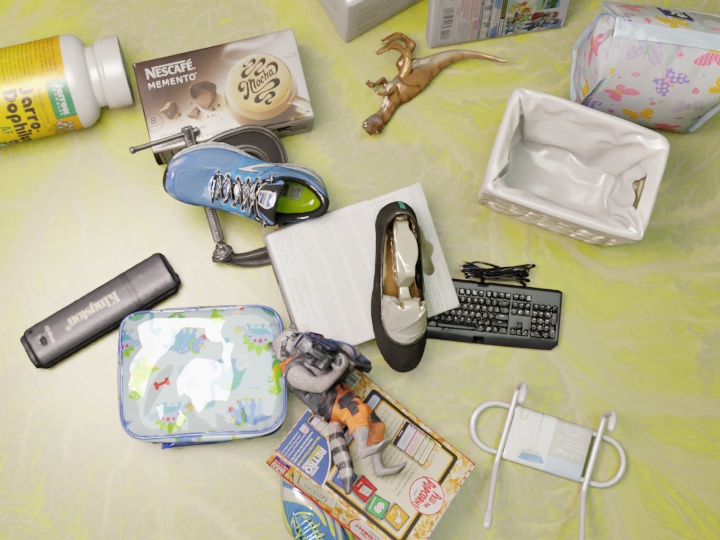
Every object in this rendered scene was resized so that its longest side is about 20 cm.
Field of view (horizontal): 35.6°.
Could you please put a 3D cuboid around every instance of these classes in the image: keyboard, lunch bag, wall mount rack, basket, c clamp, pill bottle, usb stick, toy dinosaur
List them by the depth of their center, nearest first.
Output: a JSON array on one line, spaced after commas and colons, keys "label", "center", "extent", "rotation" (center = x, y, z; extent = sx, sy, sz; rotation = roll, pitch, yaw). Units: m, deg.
[{"label": "lunch bag", "center": [-0.184, 0.124, 1.310], "extent": [0.198, 0.082, 0.162], "rotation": [-3, 81, -4]}, {"label": "wall mount rack", "center": [0.220, 0.233, 1.325], "extent": [0.198, 0.075, 0.175], "rotation": [17, 82, 0]}, {"label": "pill bottle", "center": [-0.375, -0.216, 1.329], "extent": [0.198, 0.113, 0.114], "rotation": [-13, 83, -6]}, {"label": "c clamp", "center": [-0.159, -0.088, 1.333], "extent": [0.170, 0.027, 0.201], "rotation": [-24, 112, -9]}, {"label": "usb stick", "center": [-0.308, 0.048, 1.337], "extent": [0.199, 0.033, 0.056], "rotation": [-31, 86, -7]}, {"label": "lunch bag", "center": [0.355, -0.250, 1.340], "extent": [0.168, 0.200, 0.128], "rotation": [6, 82, -2]}, {"label": "basket", "center": [0.249, -0.116, 1.353], "extent": [0.198, 0.123, 0.137], "rotation": [18, 81, 0]}, {"label": "keyboard", "center": [0.149, 0.037, 1.367], "extent": [0.198, 0.040, 0.105], "rotation": [5, 82, -4]}, {"label": "toy dinosaur", "center": [0.071, -0.249, 1.403], "extent": [0.199, 0.060, 0.107], "rotation": [-37, 110, -3]}]

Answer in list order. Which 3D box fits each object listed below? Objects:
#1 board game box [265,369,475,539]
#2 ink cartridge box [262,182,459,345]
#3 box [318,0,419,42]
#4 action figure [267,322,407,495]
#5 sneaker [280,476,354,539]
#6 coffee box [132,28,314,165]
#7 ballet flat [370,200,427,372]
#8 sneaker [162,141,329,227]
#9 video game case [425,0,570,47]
[{"label": "board game box", "center": [0.014, 0.224, 1.298], "extent": [0.200, 0.046, 0.152], "rotation": [39, 57, 2]}, {"label": "ink cartridge box", "center": [0.000, 0.000, 1.348], "extent": [0.198, 0.050, 0.164], "rotation": [-20, 95, -12]}, {"label": "box", "center": [0.015, -0.427, 1.377], "extent": [0.198, 0.131, 0.201], "rotation": [-31, 85, -8]}, {"label": "action figure", "center": [-0.039, 0.136, 1.222], "extent": [0.105, 0.200, 0.194], "rotation": [-43, 65, 7]}, {"label": "sneaker", "center": [-0.039, 0.314, 1.280], "extent": [0.075, 0.105, 0.202], "rotation": [-22, 84, -5]}, {"label": "coffee box", "center": [-0.165, -0.209, 1.359], "extent": [0.198, 0.080, 0.114], "rotation": [-13, 86, -6]}, {"label": "ballet flat", "center": [0.045, 0.021, 1.297], "extent": [0.067, 0.068, 0.202], "rotation": [-6, 92, -11]}, {"label": "sneaker", "center": [-0.125, -0.096, 1.277], "extent": [0.198, 0.089, 0.079], "rotation": [5, 105, -19]}, {"label": "video game case", "center": [0.172, -0.350, 1.345], "extent": [0.180, 0.200, 0.022], "rotation": [-10, 63, -5]}]
